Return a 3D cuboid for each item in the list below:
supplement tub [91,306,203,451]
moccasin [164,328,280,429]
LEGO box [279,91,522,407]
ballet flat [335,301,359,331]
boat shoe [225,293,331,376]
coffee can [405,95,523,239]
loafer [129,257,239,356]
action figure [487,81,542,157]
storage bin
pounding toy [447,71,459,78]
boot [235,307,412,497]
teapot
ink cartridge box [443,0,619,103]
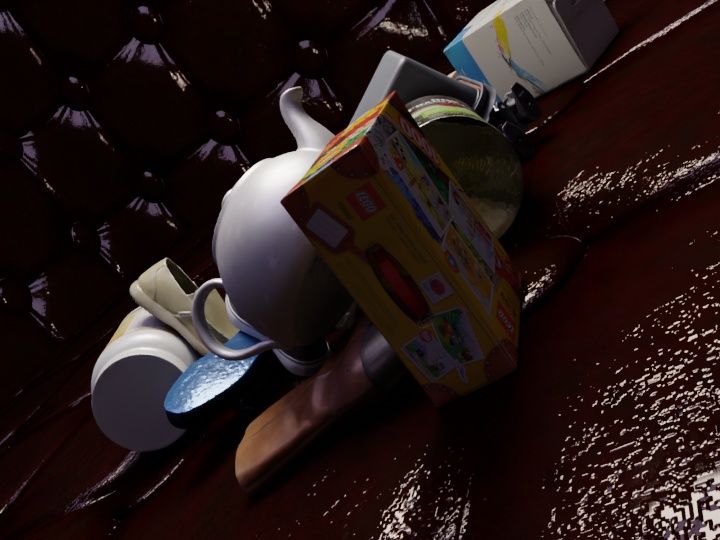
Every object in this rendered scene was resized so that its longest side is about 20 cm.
[{"bbox_3d":[-0.265,0.132,1.005,0.144,0.145,0.200,-37,15,4],"label":"supplement tub"},{"bbox_3d":[-0.135,0.124,0.877,0.080,0.069,0.199,15,35,32],"label":"moccasin"},{"bbox_3d":[0.043,-0.022,0.615,0.077,0.201,0.149,-30,16,25],"label":"LEGO box"},{"bbox_3d":[-0.020,-0.034,0.860,0.072,0.071,0.204,-160,78,-73],"label":"ballet flat"},{"bbox_3d":[-0.098,0.045,0.871,0.069,0.067,0.200,-18,32,-24],"label":"boat shoe"},{"bbox_3d":[0.094,-0.113,0.878,0.146,0.147,0.200,-35,15,10],"label":"coffee can"},{"bbox_3d":[-0.194,0.055,0.967,0.069,0.198,0.076,-58,-1,9],"label":"loafer"},{"bbox_3d":[0.169,-0.182,1.057,0.131,0.069,0.200,-61,16,-15],"label":"action figure"},{"bbox_3d":[0.060,-0.188,1.027,0.202,0.133,0.146,-61,23,13],"label":"storage bin"},{"bbox_3d":[0.091,-0.227,1.234,0.183,0.143,0.201,-27,18,39],"label":"pounding toy"},{"bbox_3d":[-0.027,0.103,0.734,0.200,0.068,0.189,-42,20,17],"label":"boot"},{"bbox_3d":[-0.076,-0.032,0.748,0.200,0.145,0.199,-50,-23,-33],"label":"teapot"},{"bbox_3d":[0.266,-0.361,1.210,0.199,0.145,0.148,-20,23,50],"label":"ink cartridge box"}]
